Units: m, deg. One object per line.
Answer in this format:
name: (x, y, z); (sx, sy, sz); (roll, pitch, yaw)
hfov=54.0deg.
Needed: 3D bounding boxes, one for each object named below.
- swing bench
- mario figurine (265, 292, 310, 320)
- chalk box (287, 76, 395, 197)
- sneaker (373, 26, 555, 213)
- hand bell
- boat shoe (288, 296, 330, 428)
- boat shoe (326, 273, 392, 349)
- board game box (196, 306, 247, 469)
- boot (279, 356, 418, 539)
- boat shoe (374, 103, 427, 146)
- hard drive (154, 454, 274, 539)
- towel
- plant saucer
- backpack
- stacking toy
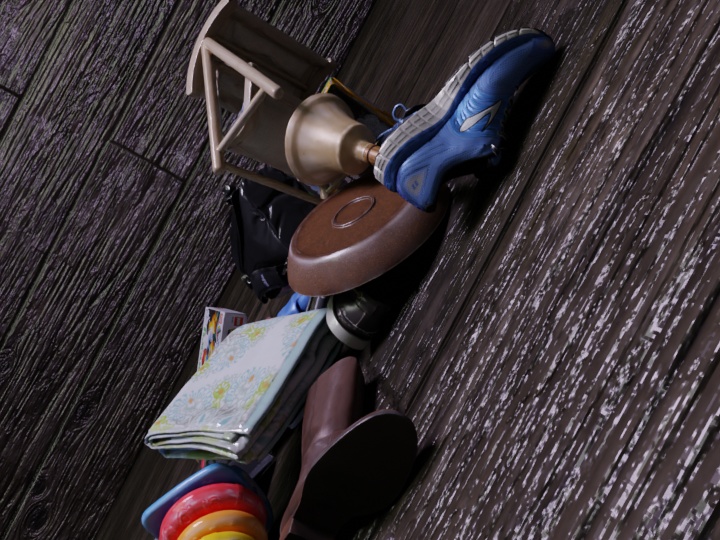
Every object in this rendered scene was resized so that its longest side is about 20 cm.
swing bench: (-0.103, -0.206, 0.901); (0.130, 0.197, 0.202); (-45, 53, 24)
mario figurine: (-0.079, 0.079, 0.966); (0.200, 0.106, 0.123); (-48, -20, 14)
chalk box: (-0.044, -0.172, 1.088); (0.201, 0.124, 0.124); (-56, 14, 17)
sneaker: (0.107, -0.131, 0.640); (0.200, 0.089, 0.079); (-45, -9, 0)
hand bell: (0.017, -0.121, 0.739); (0.199, 0.104, 0.105); (24, 85, 46)
boat shoe: (-0.061, 0.087, 0.852); (0.203, 0.060, 0.075); (-67, 14, -20)
boat shoe: (0.000, 0.000, 0.780); (0.061, 0.071, 0.203); (-50, 25, 26)
board game box: (-0.197, 0.155, 0.961); (0.126, 0.034, 0.204); (179, 98, -67)
boot: (-0.009, 0.125, 0.598); (0.187, 0.064, 0.201); (-54, 11, 27)
boat shoe: (0.077, -0.149, 0.778); (0.199, 0.083, 0.070); (1, 81, 60)
hard drive: (-0.193, 0.302, 0.866); (0.201, 0.042, 0.135); (-52, -9, 32)
towel: (-0.121, 0.118, 0.752); (0.169, 0.049, 0.201); (-9, 31, 40)
plant saucer: (-0.001, -0.052, 0.752); (0.198, 0.035, 0.201); (-25, 27, 14)
backpack: (-0.120, -0.040, 1.043); (0.125, 0.168, 0.201); (-27, -18, -25)
stacking toy: (-0.125, 0.288, 0.646); (0.109, 0.117, 0.200); (-33, 32, -1)
